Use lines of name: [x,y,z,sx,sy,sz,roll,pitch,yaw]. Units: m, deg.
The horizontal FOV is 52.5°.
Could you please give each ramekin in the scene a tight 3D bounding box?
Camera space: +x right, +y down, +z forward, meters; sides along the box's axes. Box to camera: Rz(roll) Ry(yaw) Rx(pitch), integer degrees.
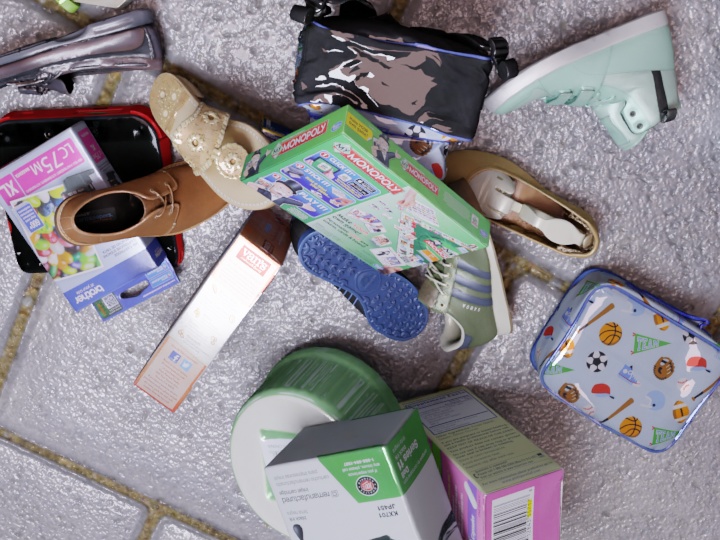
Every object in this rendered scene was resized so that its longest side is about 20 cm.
ramekin: [-0.052,0.199,0.817,0.194,0.097,0.206,7,108,23]

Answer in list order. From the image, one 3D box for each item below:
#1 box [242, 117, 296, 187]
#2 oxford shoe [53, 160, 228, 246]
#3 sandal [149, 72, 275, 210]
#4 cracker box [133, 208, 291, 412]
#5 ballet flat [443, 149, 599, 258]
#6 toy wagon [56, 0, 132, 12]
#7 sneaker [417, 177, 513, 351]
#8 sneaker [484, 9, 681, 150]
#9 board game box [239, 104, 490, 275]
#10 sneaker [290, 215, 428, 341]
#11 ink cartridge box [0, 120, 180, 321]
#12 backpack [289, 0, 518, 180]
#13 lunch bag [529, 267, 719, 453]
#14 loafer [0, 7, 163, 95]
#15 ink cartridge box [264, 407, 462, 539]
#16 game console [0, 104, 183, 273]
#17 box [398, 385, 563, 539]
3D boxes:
box: [-0.022,-0.087,0.763,0.195,0.070,0.066,21,105,-14]
oxford shoe: [-0.206,-0.067,0.748,0.196,0.071,0.073,-23,103,-29]
sandal: [-0.161,-0.128,0.708,0.211,0.069,0.079,43,113,28]
cracker box: [-0.151,0.035,0.783,0.057,0.134,0.202,35,106,-10]
ballet flat: [0.171,-0.071,0.779,0.195,0.063,0.070,22,109,-5]
toy wagon: [-0.276,-0.365,0.713,0.154,0.040,0.202,-35,102,11]
sneaker: [0.100,0.008,0.778,0.088,0.068,0.204,-23,124,-2]
sneaker: [0.229,-0.168,0.738,0.195,0.074,0.121,-21,100,5]
board game box: [0.008,-0.061,0.657,0.132,0.030,0.198,-15,145,41]
sneaker: [0.000,0.000,0.809,0.070,0.078,0.199,-42,123,10]
ink cartridge box: [-0.295,-0.042,0.791,0.117,0.042,0.203,-24,112,12]
backpack: [0.024,-0.173,0.686,0.194,0.192,0.158,15,113,-7]
lunch bag: [0.305,0.099,0.824,0.196,0.076,0.163,28,104,-6]
loafer: [-0.297,-0.209,0.748,0.194,0.072,0.065,-17,111,4]
ink cartridge box: [0.014,0.251,0.698,0.144,0.083,0.205,-17,98,29]
game console: [-0.301,-0.087,0.809,0.193,0.031,0.182,-2,113,3]
box: [0.122,0.257,0.801,0.094,0.200,0.181,-10,109,-20]
